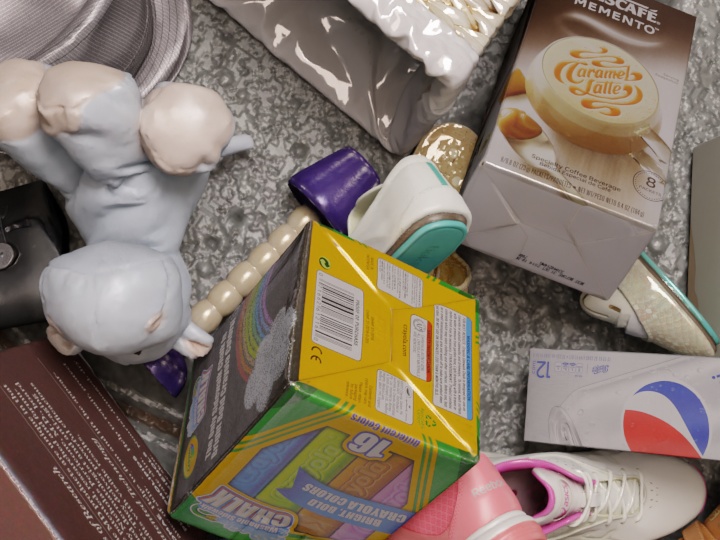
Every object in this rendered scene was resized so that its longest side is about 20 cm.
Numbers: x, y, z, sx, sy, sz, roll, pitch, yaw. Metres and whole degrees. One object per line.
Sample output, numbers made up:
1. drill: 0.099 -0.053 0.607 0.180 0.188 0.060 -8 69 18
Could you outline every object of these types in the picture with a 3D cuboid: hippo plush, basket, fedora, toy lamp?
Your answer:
1. hippo plush: -0.157 -0.028 0.742 0.157 0.200 0.163 10 88 -2
2. basket: 0.015 -0.207 0.790 0.200 0.198 0.161 41 79 -1
3. fedora: -0.209 -0.171 0.811 0.198 0.090 0.178 -25 89 -9
4. toy lamp: -0.069 -0.004 0.832 0.200 0.058 0.058 -42 91 -9

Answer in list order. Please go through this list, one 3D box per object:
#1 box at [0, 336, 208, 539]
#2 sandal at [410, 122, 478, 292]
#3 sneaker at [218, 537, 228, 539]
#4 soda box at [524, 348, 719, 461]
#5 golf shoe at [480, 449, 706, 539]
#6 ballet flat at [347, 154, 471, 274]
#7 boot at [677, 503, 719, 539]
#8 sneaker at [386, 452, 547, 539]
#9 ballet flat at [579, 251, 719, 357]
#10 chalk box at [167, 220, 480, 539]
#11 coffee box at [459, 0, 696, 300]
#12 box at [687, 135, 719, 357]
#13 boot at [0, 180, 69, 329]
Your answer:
1. box: -0.214 0.156 0.710 0.165 0.200 0.165 -37 90 6
2. sandal: 0.041 -0.001 0.837 0.077 0.070 0.214 16 83 -5
3. sneaker: -0.116 0.248 0.780 0.199 0.082 0.074 -40 121 -5
4. soda box: 0.206 0.087 0.793 0.198 0.068 0.064 1 84 36
5. golf shoe: 0.143 0.155 0.826 0.197 0.092 0.076 -2 83 -9
6. ballet flat: 0.000 0.000 0.793 0.069 0.200 0.070 21 45 -23
7. boot: 0.297 0.239 0.848 0.154 0.077 0.201 -29 102 -1
8. sneaker: 0.042 0.167 0.775 0.073 0.200 0.087 -13 67 -34
9. ballet flat: 0.160 -0.005 0.853 0.062 0.067 0.201 -38 74 2
10. chalk box: -0.032 0.093 0.748 0.123 0.200 0.125 24 44 -20
11. coffee box: 0.139 -0.095 0.805 0.113 0.080 0.201 21 52 -1
12. box: 0.283 0.009 0.861 0.094 0.078 0.203 6 84 -10
13. boot: -0.275 0.041 0.787 0.198 0.066 0.167 -12 73 -11
